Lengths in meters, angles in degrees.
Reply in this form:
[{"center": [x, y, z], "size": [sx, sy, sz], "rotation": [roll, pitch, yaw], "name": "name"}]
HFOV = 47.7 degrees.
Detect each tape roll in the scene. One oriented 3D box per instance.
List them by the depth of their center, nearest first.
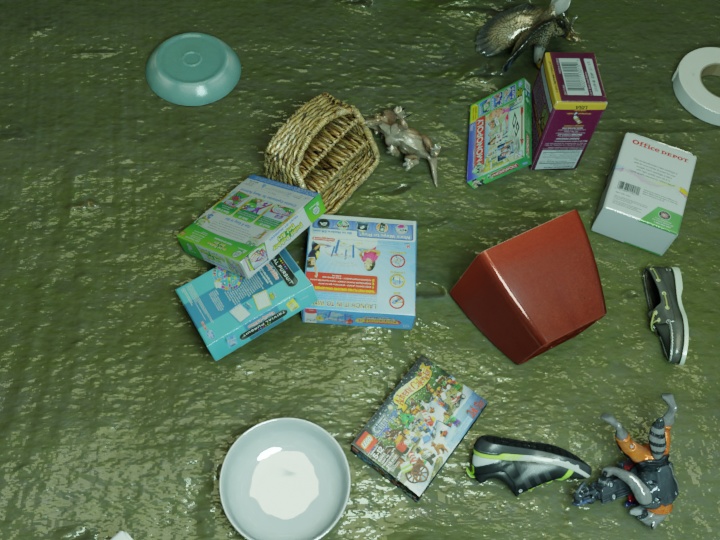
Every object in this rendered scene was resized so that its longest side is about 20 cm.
[{"center": [0.779, -0.399, 1.763], "size": [0.201, 0.037, 0.204], "rotation": [2, 60, -3], "name": "tape roll"}]

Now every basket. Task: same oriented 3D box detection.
[{"center": [-0.066, -0.222, 1.533], "size": [0.149, 0.143, 0.200], "rotation": [35, 63, 16], "name": "basket"}]

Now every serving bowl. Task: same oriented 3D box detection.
[{"center": [-0.115, 0.332, 1.251], "size": [0.199, 0.066, 0.201], "rotation": [2, 60, -4], "name": "serving bowl"}]

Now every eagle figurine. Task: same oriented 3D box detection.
[{"center": [0.367, -0.505, 1.744], "size": [0.199, 0.152, 0.152], "rotation": [-9, 81, -15], "name": "eagle figurine"}]

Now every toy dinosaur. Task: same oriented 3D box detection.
[{"center": [0.097, -0.257, 1.609], "size": [0.200, 0.136, 0.086], "rotation": [40, 104, -6], "name": "toy dinosaur"}]

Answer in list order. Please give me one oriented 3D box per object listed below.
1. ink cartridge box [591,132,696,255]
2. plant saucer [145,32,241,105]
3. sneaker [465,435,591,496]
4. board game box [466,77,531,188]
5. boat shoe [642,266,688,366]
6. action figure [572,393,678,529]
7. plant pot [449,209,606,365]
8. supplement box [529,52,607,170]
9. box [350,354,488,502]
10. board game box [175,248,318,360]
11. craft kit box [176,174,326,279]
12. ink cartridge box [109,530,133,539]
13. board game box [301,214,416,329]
[{"center": [0.548, -0.150, 1.572], "size": [0.144, 0.084, 0.201], "rotation": [21, 61, 8], "name": "ink cartridge box"}, {"center": [-0.349, -0.430, 1.694], "size": [0.199, 0.036, 0.201], "rotation": [2, 59, -4], "name": "plant saucer"}, {"center": [0.266, 0.320, 1.301], "size": [0.199, 0.072, 0.083], "rotation": [11, 93, -2], "name": "sneaker"}, {"center": [0.274, -0.270, 1.603], "size": [0.029, 0.134, 0.201], "rotation": [33, 51, -37], "name": "board game box"}, {"center": [0.541, 0.079, 1.450], "size": [0.060, 0.072, 0.202], "rotation": [6, 52, 4], "name": "boat shoe"}, {"center": [0.424, 0.308, 1.247], "size": [0.199, 0.104, 0.195], "rotation": [-19, 103, -22], "name": "action figure"}, {"center": [0.299, 0.044, 1.389], "size": [0.199, 0.200, 0.177], "rotation": [-24, 75, -17], "name": "plant pot"}, {"center": [0.391, -0.306, 1.583], "size": [0.103, 0.200, 0.132], "rotation": [-1, 60, -5], "name": "supplement box"}, {"center": [0.097, 0.254, 1.328], "size": [0.136, 0.038, 0.200], "rotation": [34, 63, 15], "name": "box"}, {"center": [-0.195, 0.042, 1.387], "size": [0.199, 0.047, 0.151], "rotation": [-30, 50, -11], "name": "board game box"}, {"center": [-0.195, -0.084, 1.445], "size": [0.199, 0.049, 0.197], "rotation": [20, 51, 43], "name": "craft kit box"}, {"center": [-0.358, 0.489, 1.128], "size": [0.145, 0.084, 0.200], "rotation": [41, 66, 18], "name": "ink cartridge box"}, {"center": [0.000, 0.000, 1.459], "size": [0.199, 0.056, 0.197], "rotation": [4, 60, -2], "name": "board game box"}]
